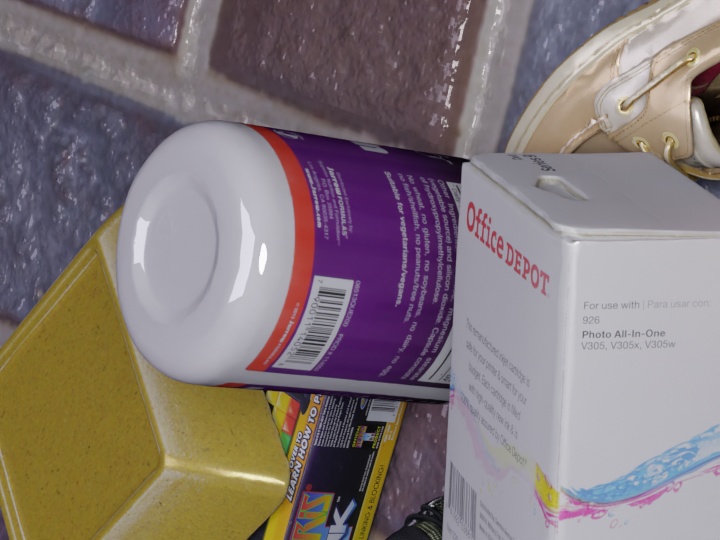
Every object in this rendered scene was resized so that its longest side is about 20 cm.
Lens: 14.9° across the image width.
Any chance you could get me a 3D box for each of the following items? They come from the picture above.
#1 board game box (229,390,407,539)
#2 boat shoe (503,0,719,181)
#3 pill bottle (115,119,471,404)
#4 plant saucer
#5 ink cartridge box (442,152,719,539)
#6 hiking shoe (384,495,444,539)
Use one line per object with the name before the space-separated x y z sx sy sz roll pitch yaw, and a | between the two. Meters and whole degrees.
board game box | -0.062 0.104 1.387 0.165 0.057 0.200 28 107 48
boat shoe | 0.138 -0.073 1.144 0.200 0.074 0.069 -44 53 31
pill bottle | 0.000 0.000 1.208 0.112 0.200 0.113 -10 77 50
plant saucer | -0.131 0.079 1.395 0.200 0.048 0.200 -47 50 37
ink cartridge box | 0.092 0.063 1.078 0.145 0.087 0.200 -134 42 -71
hiking shoe | 0.064 0.118 1.192 0.076 0.101 0.200 38 114 46
